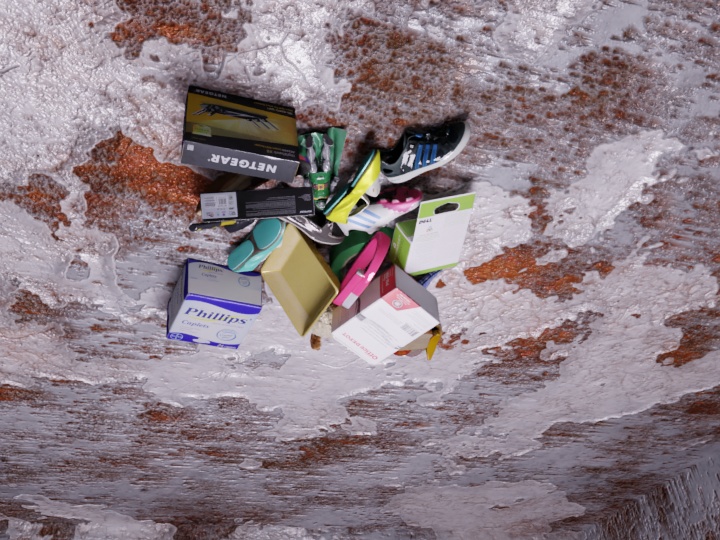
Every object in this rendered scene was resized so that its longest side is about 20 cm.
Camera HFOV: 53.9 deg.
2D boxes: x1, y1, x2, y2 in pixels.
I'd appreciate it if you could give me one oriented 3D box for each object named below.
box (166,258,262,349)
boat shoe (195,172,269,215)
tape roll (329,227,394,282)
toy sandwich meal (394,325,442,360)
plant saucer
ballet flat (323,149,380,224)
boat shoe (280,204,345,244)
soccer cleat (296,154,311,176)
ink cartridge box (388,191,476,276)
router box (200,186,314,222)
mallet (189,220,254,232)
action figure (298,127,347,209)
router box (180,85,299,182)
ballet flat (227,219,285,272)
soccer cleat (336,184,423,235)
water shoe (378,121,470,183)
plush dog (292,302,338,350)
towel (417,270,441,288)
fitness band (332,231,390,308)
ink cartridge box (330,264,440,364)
[{"bbox_3d":[-0.353,0.086,1.701,0.183,0.105,0.200,12,138,-23],"label":"box"},{"bbox_3d":[-0.248,-0.159,1.421,0.199,0.072,0.072,-35,123,23],"label":"boat shoe"},{"bbox_3d":[0.027,-0.021,1.665,0.199,0.048,0.201,-4,142,-3],"label":"tape roll"},{"bbox_3d":[0.138,0.193,1.941,0.203,0.071,0.206,-4,143,-3],"label":"toy sandwich meal"},{"bbox_3d":[-0.128,0.019,1.608,0.048,0.201,0.200,-18,157,-41],"label":"plant saucer"},{"bbox_3d":[0.000,-0.162,1.421,0.067,0.067,0.200,32,131,-15],"label":"ballet flat"},{"bbox_3d":[-0.103,-0.114,1.509,0.199,0.067,0.057,25,139,-30],"label":"boat shoe"},{"bbox_3d":[-0.186,-0.228,1.326,0.199,0.074,0.068,10,157,-14],"label":"soccer cleat"},{"bbox_3d":[0.155,-0.095,1.536,0.147,0.076,0.201,-12,134,-25],"label":"ink cartridge box"},{"bbox_3d":[-0.193,-0.123,1.312,0.198,0.053,0.157,-4,-174,-10],"label":"router box"},{"bbox_3d":[-0.277,-0.100,1.438,0.065,0.041,0.200,-23,-179,14],"label":"mallet"},{"bbox_3d":[-0.082,-0.193,1.425,0.117,0.055,0.201,-7,147,-5],"label":"action figure"},{"bbox_3d":[-0.212,-0.241,1.251,0.199,0.158,0.052,8,137,-19],"label":"router box"},{"bbox_3d":[-0.217,-0.061,1.576,0.200,0.068,0.070,-37,158,34],"label":"ballet flat"},{"bbox_3d":[0.042,-0.124,1.512,0.199,0.070,0.087,-9,127,16],"label":"soccer cleat"},{"bbox_3d":[0.119,-0.238,1.378,0.199,0.072,0.079,-28,132,26],"label":"water shoe"},{"bbox_3d":[-0.053,0.106,1.698,0.199,0.162,0.171,27,153,-35],"label":"plush dog"},{"bbox_3d":[0.116,0.078,1.720,0.200,0.024,0.145,-36,164,-43],"label":"towel"},{"bbox_3d":[0.000,0.000,1.535,0.037,0.144,0.200,31,132,-9],"label":"fitness band"},{"bbox_3d":[0.053,0.101,1.565,0.200,0.083,0.147,-36,122,27],"label":"ink cartridge box"}]
